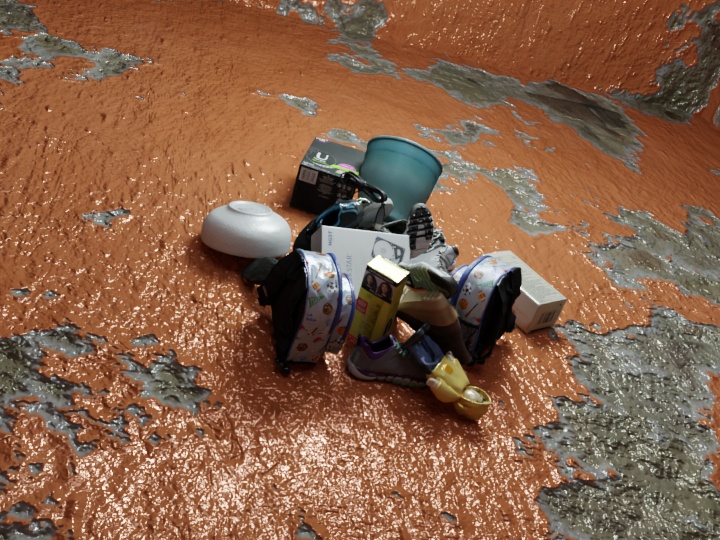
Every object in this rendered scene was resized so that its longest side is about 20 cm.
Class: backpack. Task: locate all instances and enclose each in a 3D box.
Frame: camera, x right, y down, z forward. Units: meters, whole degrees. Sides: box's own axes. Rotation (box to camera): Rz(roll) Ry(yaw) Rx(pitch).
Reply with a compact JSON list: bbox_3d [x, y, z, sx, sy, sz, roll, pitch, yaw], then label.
[{"bbox_3d":[0.249,0.065,1.662,0.154,0.191,0.200,29,33,19],"label":"backpack"},{"bbox_3d":[-0.092,0.061,1.485,0.154,0.191,0.200,-2,44,-23],"label":"backpack"}]

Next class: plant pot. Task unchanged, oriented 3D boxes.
[{"bbox_3d":[0.079,-0.198,1.971,0.199,0.200,0.189,20,73,3],"label":"plant pot"}]

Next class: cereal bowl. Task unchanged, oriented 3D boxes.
[{"bbox_3d":[-0.243,-0.097,1.741,0.199,0.084,0.200,11,19,-4],"label":"cereal bowl"}]

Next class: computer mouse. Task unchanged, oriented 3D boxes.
[{"bbox_3d":[-0.009,-0.106,1.774,0.140,0.201,0.046,28,15,29],"label":"computer mouse"}]

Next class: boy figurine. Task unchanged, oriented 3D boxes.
[{"bbox_3d":[0.159,0.195,1.486,0.200,0.064,0.124,50,31,7],"label":"boy figurine"}]

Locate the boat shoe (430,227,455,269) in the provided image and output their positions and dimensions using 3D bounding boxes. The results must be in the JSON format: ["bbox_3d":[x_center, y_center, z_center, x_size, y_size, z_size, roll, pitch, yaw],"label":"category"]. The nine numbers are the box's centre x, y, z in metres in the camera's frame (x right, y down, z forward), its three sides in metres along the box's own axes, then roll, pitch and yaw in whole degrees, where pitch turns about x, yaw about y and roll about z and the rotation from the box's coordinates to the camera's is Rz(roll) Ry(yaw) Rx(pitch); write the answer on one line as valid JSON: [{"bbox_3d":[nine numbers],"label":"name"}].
[{"bbox_3d":[0.174,-0.078,1.986,0.073,0.068,0.199,-2,36,-30],"label":"boat shoe"}]

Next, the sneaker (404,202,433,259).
[{"bbox_3d":[0.125,-0.064,1.833,0.066,0.201,0.091,-10,26,-13],"label":"sneaker"}]

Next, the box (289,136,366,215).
[{"bbox_3d":[-0.080,-0.235,2.048,0.148,0.125,0.200,18,30,0],"label":"box"}]

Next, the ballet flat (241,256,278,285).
[{"bbox_3d":[-0.163,0.010,1.630,0.199,0.057,0.067,1,56,35],"label":"ballet flat"}]

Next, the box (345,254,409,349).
[{"bbox_3d":[0.029,0.073,1.533,0.075,0.200,0.050,31,40,18],"label":"box"}]

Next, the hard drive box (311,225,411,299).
[{"bbox_3d":[0.000,0.000,1.685,0.199,0.077,0.156,5,73,-20],"label":"hard drive box"}]

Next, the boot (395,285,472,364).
[{"bbox_3d":[0.115,0.112,1.590,0.200,0.167,0.072,4,39,44],"label":"boot"}]

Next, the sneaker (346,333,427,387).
[{"bbox_3d":[0.077,0.166,1.523,0.199,0.088,0.075,5,33,-21],"label":"sneaker"}]

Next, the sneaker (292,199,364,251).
[{"bbox_3d":[-0.087,-0.092,1.748,0.082,0.200,0.073,-7,63,-57],"label":"sneaker"}]

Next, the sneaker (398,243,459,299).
[{"bbox_3d":[0.160,-0.011,1.595,0.115,0.075,0.200,-34,23,-16],"label":"sneaker"}]

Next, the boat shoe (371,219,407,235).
[{"bbox_3d":[0.053,-0.072,1.826,0.075,0.062,0.200,39,31,21],"label":"boat shoe"}]

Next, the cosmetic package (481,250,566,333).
[{"bbox_3d":[0.365,0.047,1.869,0.103,0.087,0.200,-8,41,-35],"label":"cosmetic package"}]

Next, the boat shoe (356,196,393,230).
[{"bbox_3d":[-0.002,-0.130,1.848,0.071,0.200,0.064,-2,69,-40],"label":"boat shoe"}]
